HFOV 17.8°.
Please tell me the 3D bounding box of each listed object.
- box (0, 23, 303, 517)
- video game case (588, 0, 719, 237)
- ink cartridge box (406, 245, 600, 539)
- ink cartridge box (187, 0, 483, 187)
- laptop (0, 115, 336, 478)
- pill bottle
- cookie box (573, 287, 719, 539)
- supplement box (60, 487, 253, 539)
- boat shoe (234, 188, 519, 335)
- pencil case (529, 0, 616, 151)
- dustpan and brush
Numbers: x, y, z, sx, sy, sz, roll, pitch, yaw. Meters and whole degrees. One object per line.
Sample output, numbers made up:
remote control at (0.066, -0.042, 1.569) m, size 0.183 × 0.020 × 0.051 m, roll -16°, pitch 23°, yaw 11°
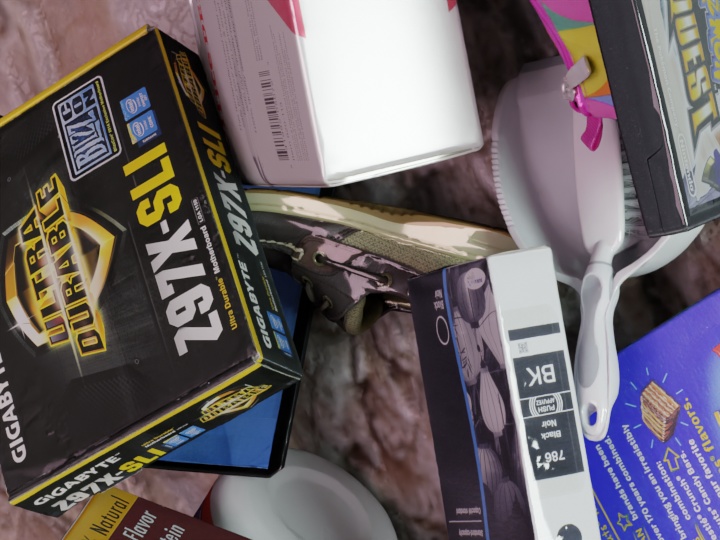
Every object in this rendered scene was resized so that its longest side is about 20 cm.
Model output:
box at (-0.130, 0.000, 1.168) m, size 0.159 × 0.049 × 0.201 m, roll -28°, pitch 63°, yaw 19°
video game case at (0.154, -0.130, 0.996) m, size 0.025 × 0.180 × 0.202 m, roll -11°, pitch 95°, yaw 38°
ink cartridge box at (0.071, 0.094, 1.082) m, size 0.099 × 0.039 × 0.202 m, roll 161°, pitch 98°, yaw -67°
ink cartridge box at (-0.021, -0.120, 1.121) m, size 0.200 × 0.082 × 0.148 m, roll -171°, pitch 68°, yaw -74°
laptop at (-0.133, 0.009, 1.236) m, size 0.103 × 0.198 × 0.179 m, roll 151°, pitch 131°, yaw -70°
pill bottle at (-0.068, 0.201, 1.276) m, size 0.112 × 0.112 × 0.201 m, roll 43°, pitch 122°, yaw 18°
cookie box at (0.180, 0.102, 1.100) m, size 0.200 × 0.075 × 0.172 m, roll -34°, pitch 80°, yaw 35°
supplement box at (-0.083, 0.238, 1.119) m, size 0.199 × 0.197 × 0.134 m, roll 19°, pitch 120°, yaw 8°
boat shoe at (0.000, 0.000, 1.175) m, size 0.198 × 0.073 × 0.065 m, roll 8°, pitch 82°, yaw 19°
pencil case at (0.095, -0.157, 1.016) m, size 0.088 × 0.088 × 0.201 m, roll -13°, pitch 115°, yaw 36°
dustpan and brush at (0.118, -0.018, 1.085) m, size 0.139 × 0.057 × 0.202 m, roll -10°, pitch 76°, yaw 37°
